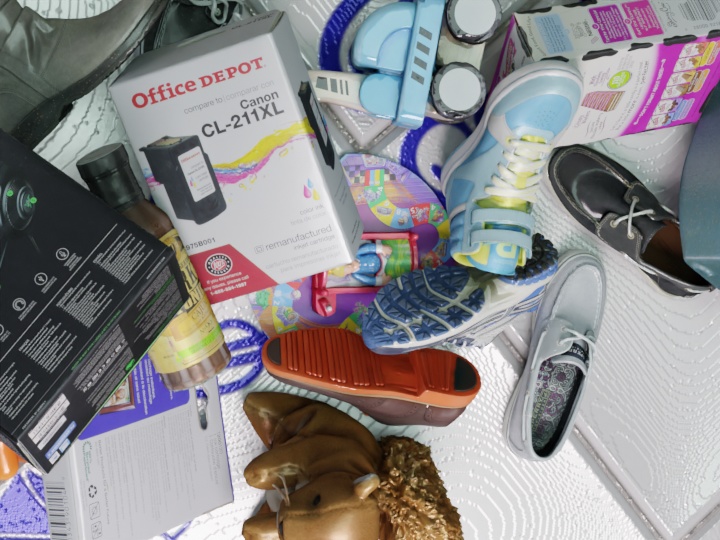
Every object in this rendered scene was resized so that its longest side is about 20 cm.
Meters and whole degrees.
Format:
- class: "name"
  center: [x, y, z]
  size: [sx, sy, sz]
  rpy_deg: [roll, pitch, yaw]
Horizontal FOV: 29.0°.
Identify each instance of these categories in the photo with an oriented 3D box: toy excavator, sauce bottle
- class: "toy excavator"
  center: [0.007, -0.165, 1.204]
  size: [0.198, 0.100, 0.197]
  rpy_deg: [11, 93, -2]
- class: "sauce bottle"
  center: [-0.168, -0.002, 1.106]
  size: [0.064, 0.065, 0.201]
  rpy_deg: [-27, 109, -11]

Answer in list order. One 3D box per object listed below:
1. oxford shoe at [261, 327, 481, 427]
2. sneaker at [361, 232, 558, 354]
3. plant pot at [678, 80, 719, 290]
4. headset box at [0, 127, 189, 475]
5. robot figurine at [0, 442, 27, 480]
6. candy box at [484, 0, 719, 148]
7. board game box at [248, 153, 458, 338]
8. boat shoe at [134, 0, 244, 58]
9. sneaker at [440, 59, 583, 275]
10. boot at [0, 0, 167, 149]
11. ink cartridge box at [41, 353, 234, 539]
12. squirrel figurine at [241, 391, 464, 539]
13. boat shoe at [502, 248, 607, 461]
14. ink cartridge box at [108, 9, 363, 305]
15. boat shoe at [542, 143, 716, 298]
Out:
- class: "oxford shoe"
  center: [0.004, 0.104, 1.222]
  size: [0.198, 0.072, 0.073]
  rpy_deg: [13, 132, -14]
- class: "sneaker"
  center: [0.091, 0.040, 1.232]
  size: [0.198, 0.077, 0.086]
  rpy_deg: [-21, 139, -22]
- class: "plant pot"
  center: [0.398, -0.060, 1.234]
  size: [0.196, 0.195, 0.201]
  rpy_deg: [36, 78, -19]
- class: "headset box"
  center: [-0.257, 0.014, 1.009]
  size: [0.199, 0.093, 0.175]
  rpy_deg: [33, 71, 13]
- class: "robot figurine"
  center: [-0.297, 0.063, 1.123]
  size: [0.142, 0.117, 0.202]
  rpy_deg: [-9, 98, -4]
- class: "candy box"
  center: [0.219, -0.176, 1.225]
  size: [0.198, 0.137, 0.061]
  rpy_deg: [-12, 61, -15]
- class: "board game box"
  center: [0.000, 0.000, 1.232]
  size: [0.200, 0.039, 0.158]
  rpy_deg: [-46, 104, -6]
- class: "boat shoe"
  center: [-0.126, -0.240, 1.163]
  size: [0.073, 0.068, 0.200]
  rpy_deg: [33, 86, -15]
- class: "sneaker"
  center: [0.132, -0.073, 1.160]
  size: [0.079, 0.200, 0.132]
  rpy_deg: [9, 57, -17]
- class: "boot"
  center: [-0.259, -0.194, 1.115]
  size: [0.200, 0.068, 0.131]
  rpy_deg: [-41, 105, 10]
- class: "ink cartridge box"
  center: [-0.187, 0.122, 1.150]
  size: [0.199, 0.043, 0.200]
  rpy_deg: [-12, 96, -58]
- class: "squirrel figurine"
  center: [-0.002, 0.192, 1.173]
  size: [0.198, 0.187, 0.143]
  rpy_deg: [6, 93, -15]
- class: "boat shoe"
  center: [0.189, 0.081, 1.274]
  size: [0.069, 0.071, 0.203]
  rpy_deg: [17, 90, -16]
- class: "ink cartridge box"
  center: [-0.099, -0.091, 1.137]
  size: [0.144, 0.083, 0.202]
  rpy_deg: [-16, 110, 12]
- class: "boat shoe"
  center: [0.254, -0.049, 1.284]
  size: [0.200, 0.068, 0.072]
  rpy_deg: [40, 86, -13]
